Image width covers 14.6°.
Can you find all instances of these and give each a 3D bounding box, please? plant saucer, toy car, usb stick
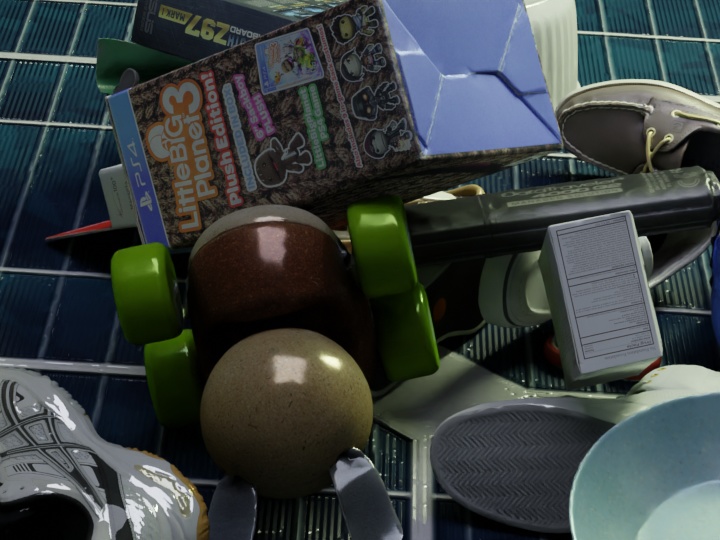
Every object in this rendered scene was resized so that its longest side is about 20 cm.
[{"bbox_3d":[0.204,0.143,1.436,0.200,0.039,0.202,2,40,-1],"label":"plant saucer"},{"bbox_3d":[-0.037,0.080,1.522,0.163,0.158,0.201,-12,51,4],"label":"toy car"},{"bbox_3d":[0.116,-0.032,1.679,0.199,0.033,0.056,-8,22,-2],"label":"usb stick"}]

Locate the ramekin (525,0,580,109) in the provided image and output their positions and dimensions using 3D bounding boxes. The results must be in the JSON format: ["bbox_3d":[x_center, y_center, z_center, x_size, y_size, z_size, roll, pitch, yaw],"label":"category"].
[{"bbox_3d":[0.066,-0.169,2.059,0.199,0.106,0.200,2,25,-1],"label":"ramekin"}]

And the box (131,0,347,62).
[{"bbox_3d":[-0.037,-0.161,1.894,0.157,0.051,0.200,18,16,23],"label":"box"}]

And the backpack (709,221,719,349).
[{"bbox_3d":[0.289,-0.025,1.720,0.161,0.169,0.200,3,28,14],"label":"backpack"}]

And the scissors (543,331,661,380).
[{"bbox_3d":[0.150,0.020,1.783,0.073,0.014,0.200,1,24,1],"label":"scissors"}]

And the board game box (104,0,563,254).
[{"bbox_3d":[-0.014,-0.085,1.610,0.199,0.097,0.159,-18,-6,34],"label":"board game box"}]

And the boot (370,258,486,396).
[{"bbox_3d":[0.000,0.000,1.739,0.144,0.073,0.200,18,33,31],"label":"boot"}]

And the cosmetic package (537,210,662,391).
[{"bbox_3d":[0.134,0.020,1.584,0.050,0.083,0.200,-10,-5,1],"label":"cosmetic package"}]

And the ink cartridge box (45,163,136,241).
[{"bbox_3d":[-0.084,-0.067,1.817,0.199,0.044,0.173,-18,8,-38],"label":"ink cartridge box"}]

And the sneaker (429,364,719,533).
[{"bbox_3d":[0.139,0.097,1.567,0.199,0.074,0.116,1,11,3],"label":"sneaker"}]

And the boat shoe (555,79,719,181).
[{"bbox_3d":[0.227,-0.082,1.940,0.199,0.072,0.060,15,24,9],"label":"boat shoe"}]

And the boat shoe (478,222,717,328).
[{"bbox_3d":[0.151,-0.007,1.748,0.065,0.072,0.199,14,19,36],"label":"boat shoe"}]

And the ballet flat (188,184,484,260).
[{"bbox_3d":[-0.012,-0.030,1.803,0.199,0.063,0.069,-3,26,-12],"label":"ballet flat"}]

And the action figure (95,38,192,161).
[{"bbox_3d":[-0.081,-0.109,1.937,0.199,0.119,0.055,-4,-11,-40],"label":"action figure"}]

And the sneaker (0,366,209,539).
[{"bbox_3d":[-0.174,0.111,1.470,0.199,0.076,0.087,22,31,36],"label":"sneaker"}]
